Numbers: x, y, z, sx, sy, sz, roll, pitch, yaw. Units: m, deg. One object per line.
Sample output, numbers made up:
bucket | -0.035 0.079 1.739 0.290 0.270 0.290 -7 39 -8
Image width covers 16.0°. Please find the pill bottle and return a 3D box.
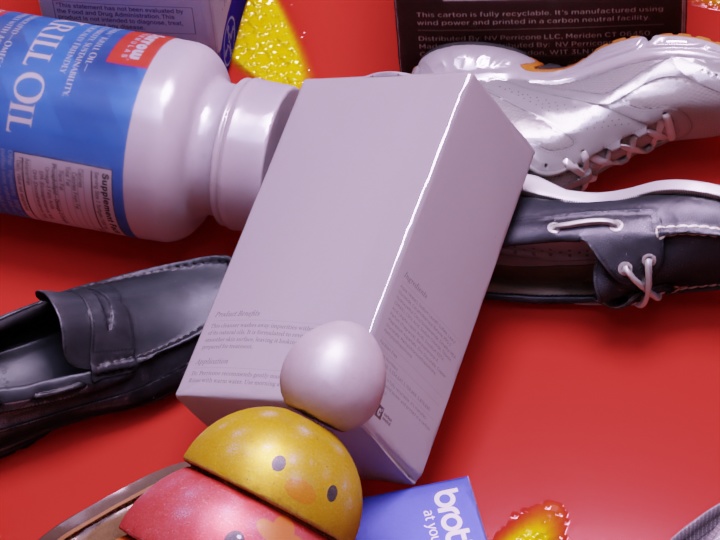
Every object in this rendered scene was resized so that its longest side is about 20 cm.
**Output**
pill bottle | -0.136 -0.077 1.399 0.200 0.112 0.112 10 53 13

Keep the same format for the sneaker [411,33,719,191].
sneaker | 0.125 -0.072 1.403 0.200 0.076 0.092 -2 58 13

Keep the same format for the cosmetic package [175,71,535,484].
cosmetic package | 0.000 0.000 1.302 0.113 0.081 0.200 3 58 37

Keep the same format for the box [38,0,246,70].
box | -0.119 -0.237 1.468 0.105 0.200 0.184 4 52 8

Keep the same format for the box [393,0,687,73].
box | 0.102 -0.223 1.458 0.166 0.164 0.200 -1 51 6

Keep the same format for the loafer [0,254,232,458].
loafer | -0.146 0.040 1.332 0.200 0.070 0.068 -24 53 -13

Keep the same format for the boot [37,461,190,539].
boot | -0.147 0.169 1.243 0.200 0.074 0.075 -37 77 -18

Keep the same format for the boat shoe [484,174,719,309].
boat shoe | 0.130 -0.007 1.346 0.200 0.076 0.060 2 50 23

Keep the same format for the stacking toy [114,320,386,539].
stacking toy | -0.049 0.112 1.170 0.146 0.146 0.200 23 83 22

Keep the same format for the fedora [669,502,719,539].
fedora | 0.222 0.151 1.194 0.200 0.090 0.177 -24 53 -14

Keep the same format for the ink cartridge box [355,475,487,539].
ink cartridge box | 0.030 0.196 1.206 0.094 0.044 0.200 -12 51 -6
